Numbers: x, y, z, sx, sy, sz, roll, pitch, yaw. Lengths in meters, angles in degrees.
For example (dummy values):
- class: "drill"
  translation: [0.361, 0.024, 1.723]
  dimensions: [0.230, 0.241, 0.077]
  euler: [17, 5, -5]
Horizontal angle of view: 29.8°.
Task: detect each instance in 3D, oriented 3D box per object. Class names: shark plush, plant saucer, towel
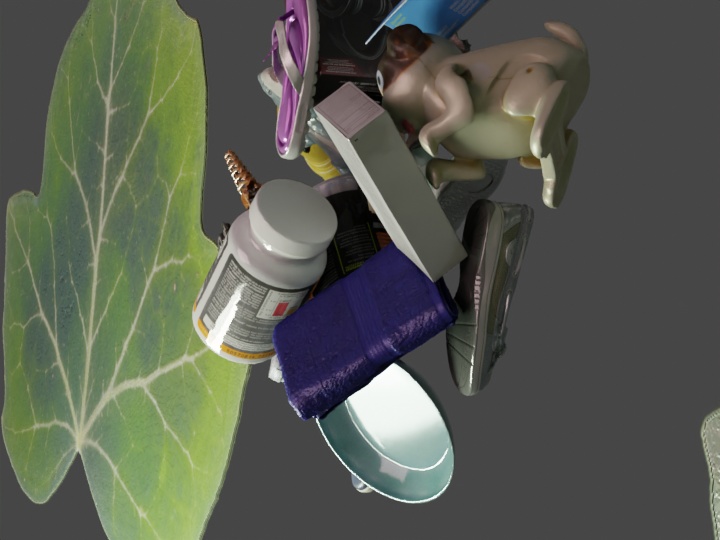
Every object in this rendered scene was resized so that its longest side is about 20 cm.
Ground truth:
- class: "shark plush"
  translation: [-0.042, -0.169, 1.634]
  dimensions: [0.083, 0.200, 0.091]
  euler: [-16, 38, 34]
- class: "plant saucer"
  translation: [0.031, 0.162, 1.487]
  dimensions: [0.199, 0.036, 0.201]
  euler: [25, 132, 31]
- class: "towel"
  translation: [0.004, 0.060, 1.415]
  dimensions: [0.199, 0.050, 0.148]
  euler: [-34, 37, 12]

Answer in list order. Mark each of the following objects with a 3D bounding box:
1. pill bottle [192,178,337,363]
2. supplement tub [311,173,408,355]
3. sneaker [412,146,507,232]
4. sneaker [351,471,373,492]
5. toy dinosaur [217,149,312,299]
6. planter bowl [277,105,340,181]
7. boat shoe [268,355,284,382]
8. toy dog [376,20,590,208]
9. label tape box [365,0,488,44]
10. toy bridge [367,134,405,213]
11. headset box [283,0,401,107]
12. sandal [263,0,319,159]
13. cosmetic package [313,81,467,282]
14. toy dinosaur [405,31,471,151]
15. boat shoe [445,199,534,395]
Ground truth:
- class: "pill bottle"
  translation: [-0.105, 0.002, 1.495]
  dimensions: [0.200, 0.116, 0.117]
  euler: [-59, 39, 41]
- class: "supplement tub"
  translation: [0.000, 0.000, 1.550]
  dimensions: [0.123, 0.122, 0.201]
  euler: [-52, 43, 43]
- class: "sneaker"
  translation: [0.081, -0.108, 1.467]
  dimensions: [0.201, 0.073, 0.119]
  euler: [-54, 48, 45]
- class: "sneaker"
  translation: [-0.014, 0.159, 1.589]
  dimensions: [0.075, 0.084, 0.202]
  euler: [-13, 75, 59]
- class: "toy dinosaur"
  translation: [-0.110, -0.046, 1.621]
  dimensions: [0.136, 0.101, 0.201]
  euler: [148, 120, -68]
- class: "planter bowl"
  translation: [-0.050, -0.208, 1.704]
  dimensions: [0.200, 0.083, 0.202]
  euler: [-14, 74, 58]
- class: "boat shoe"
  translation: [-0.066, 0.060, 1.714]
  dimensions: [0.072, 0.070, 0.201]
  euler: [121, 163, -58]
- class: "toy dog"
  translation: [0.109, -0.173, 1.299]
  dimensions: [0.199, 0.140, 0.195]
  euler: [13, 78, 20]
- class: "label tape box"
  translation: [0.108, -0.291, 1.345]
  dimensions: [0.143, 0.066, 0.200]
  euler: [-39, 9, 50]
- class: "toy bridge"
  translation: [0.035, -0.154, 1.468]
  dimensions: [0.067, 0.027, 0.201]
  euler: [79, -163, -68]
- class: "headset box"
  translation: [-0.002, -0.270, 1.559]
  dimensions: [0.077, 0.148, 0.201]
  euler: [131, 135, -56]
- class: "sandal"
  translation: [-0.081, -0.226, 1.491]
  dimensions: [0.082, 0.049, 0.204]
  euler: [-175, 87, -65]
- class: "cosmetic package"
  translation: [0.032, -0.086, 1.326]
  dimensions: [0.051, 0.200, 0.083]
  euler: [-36, 38, -4]
- class: "toy dinosaur"
  translation: [0.090, -0.183, 1.459]
  dimensions: [0.102, 0.077, 0.201]
  euler: [8, 80, 64]
- class: "boat shoe"
  translation: [0.133, 0.030, 1.380]
  dimensions: [0.074, 0.064, 0.203]
  euler: [-155, 70, -68]
